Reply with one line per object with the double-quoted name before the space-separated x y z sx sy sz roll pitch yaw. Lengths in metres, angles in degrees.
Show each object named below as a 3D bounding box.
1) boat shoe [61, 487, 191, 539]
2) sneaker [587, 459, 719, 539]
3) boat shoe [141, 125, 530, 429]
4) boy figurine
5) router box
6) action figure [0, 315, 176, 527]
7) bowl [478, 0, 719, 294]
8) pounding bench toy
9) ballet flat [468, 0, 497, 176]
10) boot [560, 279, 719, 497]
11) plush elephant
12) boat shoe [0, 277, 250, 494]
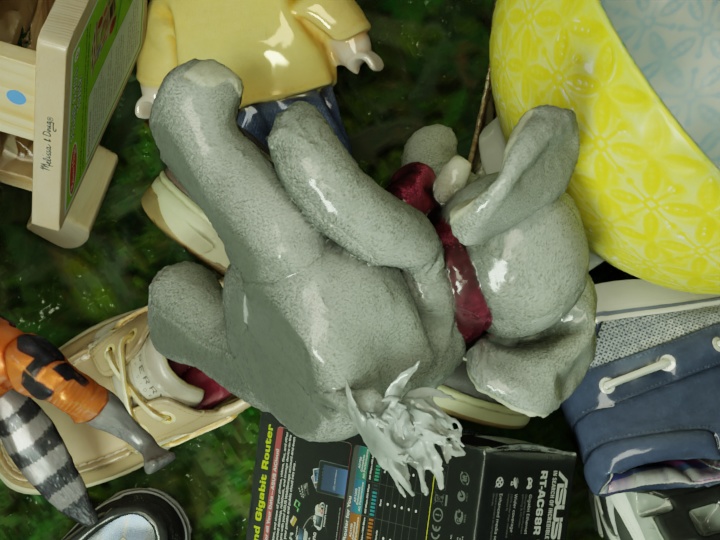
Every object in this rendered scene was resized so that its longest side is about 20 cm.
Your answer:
"boat shoe" -0.154 0.184 1.380 0.070 0.066 0.200 44 90 5
"sneaker" 0.136 0.111 1.367 0.074 0.089 0.200 -7 60 -22
"boat shoe" 0.000 0.000 1.314 0.200 0.073 0.065 31 104 -4
"boy figurine" -0.053 -0.106 1.393 0.124 0.064 0.200 -17 83 20
"router box" 0.013 0.165 1.325 0.150 0.062 0.200 10 93 47
"action figure" -0.203 0.051 1.320 0.200 0.105 0.194 -36 84 15
"bowl" 0.117 -0.060 1.294 0.108 0.200 0.200 -38 85 24
"pounding bench toy" -0.189 -0.098 1.339 0.156 0.200 0.124 15 52 5
"ballet flat" 0.088 -0.084 1.383 0.070 0.065 0.200 8 86 6
"boot" 0.180 0.049 1.337 0.200 0.073 0.090 -8 64 -16
"plush elephant" 0.022 -0.006 1.212 0.155 0.165 0.200 -28 50 -27
"boat shoe" -0.088 0.044 1.383 0.200 0.069 0.074 -28 85 1
